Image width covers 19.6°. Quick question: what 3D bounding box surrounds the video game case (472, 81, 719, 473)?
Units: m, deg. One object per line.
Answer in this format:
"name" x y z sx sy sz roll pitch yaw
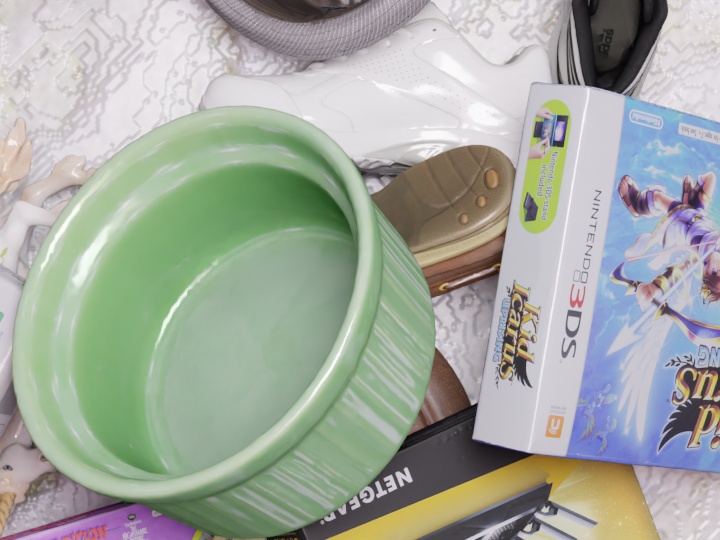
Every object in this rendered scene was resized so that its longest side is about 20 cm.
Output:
"video game case" 0.155 0.010 1.084 0.199 0.045 0.183 9 91 -41

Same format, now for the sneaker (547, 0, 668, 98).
"sneaker" 0.149 -0.180 1.103 0.075 0.115 0.203 10 89 -3

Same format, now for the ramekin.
"ramekin" -0.060 0.031 1.004 0.198 0.098 0.202 -15 58 24

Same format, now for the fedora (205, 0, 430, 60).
"fedora" -0.016 -0.213 1.095 0.175 0.090 0.202 -12 92 18

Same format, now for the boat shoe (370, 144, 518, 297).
"boat shoe" 0.000 0.000 1.097 0.198 0.068 0.072 -18 49 18

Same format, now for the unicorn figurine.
"unicorn figurine" -0.170 0.033 1.115 0.137 0.074 0.201 -30 77 7

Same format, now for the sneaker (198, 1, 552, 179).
"sneaker" 0.012 -0.097 1.124 0.198 0.078 0.100 6 82 -11

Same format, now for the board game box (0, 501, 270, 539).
"board game box" -0.094 0.172 1.051 0.199 0.032 0.121 -12 95 -36

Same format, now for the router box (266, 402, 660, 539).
"router box" 0.062 0.158 1.093 0.199 0.052 0.159 -23 92 -28

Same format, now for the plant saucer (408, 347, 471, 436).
"plant saucer" -0.030 0.110 1.135 0.198 0.034 0.202 0 89 -4

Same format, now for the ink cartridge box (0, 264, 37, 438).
"ink cartridge box" -0.271 0.041 1.079 0.199 0.050 0.162 30 91 16
